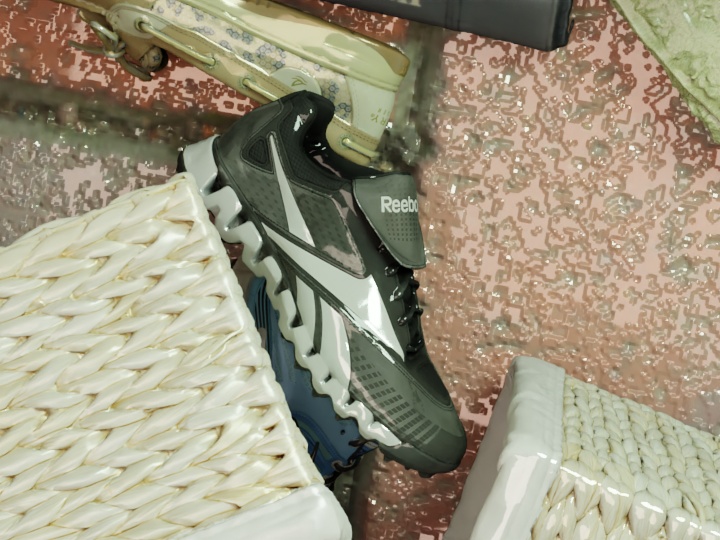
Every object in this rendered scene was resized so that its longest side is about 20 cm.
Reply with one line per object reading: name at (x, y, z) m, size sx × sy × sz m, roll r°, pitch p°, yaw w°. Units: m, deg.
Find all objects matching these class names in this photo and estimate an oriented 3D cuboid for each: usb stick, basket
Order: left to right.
basket at (-0.123, 0.081, 0.914) m, size 0.199 × 0.198 × 0.162 m, roll -23°, pitch 81°, yaw -3°
usb stick at (0.008, -0.148, 1.055) m, size 0.199 × 0.056 × 0.033 m, roll 14°, pitch 60°, yaw 7°
basket at (0.107, 0.170, 1.002) m, size 0.160 × 0.200 × 0.199 m, roll 21°, pitch 100°, yaw 0°

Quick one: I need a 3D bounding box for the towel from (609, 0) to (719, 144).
towel at (0.175, -0.170, 1.033) m, size 0.148 × 0.036 × 0.200 m, roll -41°, pitch 89°, yaw 11°

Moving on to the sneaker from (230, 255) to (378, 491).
sneaker at (-0.027, 0.094, 1.079) m, size 0.089 × 0.078 × 0.201 m, roll 1°, pitch 100°, yaw 2°

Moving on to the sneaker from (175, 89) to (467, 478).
sneaker at (0.000, 0.000, 1.014) m, size 0.090 × 0.066 × 0.201 m, roll -38°, pitch 79°, yaw 20°

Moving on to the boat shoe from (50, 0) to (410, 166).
boat shoe at (-0.078, -0.110, 1.061) m, size 0.199 × 0.073 × 0.063 m, roll 19°, pitch 97°, yaw 5°
